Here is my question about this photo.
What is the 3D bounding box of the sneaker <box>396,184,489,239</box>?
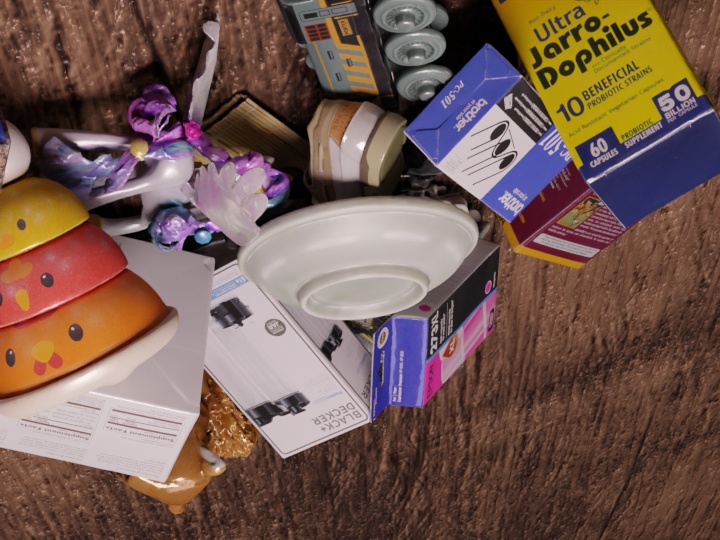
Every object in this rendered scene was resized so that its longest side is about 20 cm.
[{"bbox_3d":[0.050,-0.047,1.480,0.087,0.075,0.200,-47,152,12],"label":"sneaker"}]

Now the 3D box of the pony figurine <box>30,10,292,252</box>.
[{"bbox_3d":[-0.142,-0.082,1.195,0.198,0.168,0.193,-8,165,-10],"label":"pony figurine"}]

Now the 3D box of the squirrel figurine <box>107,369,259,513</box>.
[{"bbox_3d":[-0.161,0.123,1.468,0.199,0.188,0.142,4,142,-42],"label":"squirrel figurine"}]

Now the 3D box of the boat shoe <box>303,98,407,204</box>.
[{"bbox_3d":[-0.008,-0.082,1.284,0.075,0.068,0.200,-61,173,-24],"label":"boat shoe"}]

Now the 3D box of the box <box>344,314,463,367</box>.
[{"bbox_3d":[-0.005,0.043,1.523,0.160,0.050,0.200,2,161,27],"label":"box"}]

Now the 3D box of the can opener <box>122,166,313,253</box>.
[{"bbox_3d":[-0.132,-0.039,1.331,0.198,0.064,0.079,-13,-178,12],"label":"can opener"}]

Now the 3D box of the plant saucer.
[{"bbox_3d":[0.000,0.000,1.294,0.198,0.051,0.200,-6,160,-2],"label":"plant saucer"}]

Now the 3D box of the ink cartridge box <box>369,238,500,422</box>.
[{"bbox_3d":[0.069,0.054,1.448,0.200,0.037,0.095,-39,140,-48],"label":"ink cartridge box"}]

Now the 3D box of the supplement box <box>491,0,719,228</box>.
[{"bbox_3d":[0.195,-0.155,1.241,0.108,0.201,0.109,-31,152,13],"label":"supplement box"}]

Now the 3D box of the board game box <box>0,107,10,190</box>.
[{"bbox_3d":[-0.306,-0.076,1.043,0.096,0.160,0.200,-8,149,-27],"label":"board game box"}]

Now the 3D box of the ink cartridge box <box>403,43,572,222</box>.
[{"bbox_3d":[0.112,-0.105,1.282,0.094,0.044,0.200,-46,157,8],"label":"ink cartridge box"}]

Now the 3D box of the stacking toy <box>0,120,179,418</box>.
[{"bbox_3d":[-0.228,-0.012,1.112,0.145,0.201,0.146,-24,-170,5],"label":"stacking toy"}]

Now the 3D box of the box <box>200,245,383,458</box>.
[{"bbox_3d":[-0.078,0.064,1.427,0.116,0.060,0.200,-24,116,31],"label":"box"}]

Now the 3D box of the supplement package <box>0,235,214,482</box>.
[{"bbox_3d":[-0.230,0.058,1.271,0.198,0.157,0.111,14,140,-14],"label":"supplement package"}]

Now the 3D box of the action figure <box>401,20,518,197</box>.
[{"bbox_3d":[0.070,-0.120,1.354,0.129,0.070,0.200,-17,155,-23],"label":"action figure"}]

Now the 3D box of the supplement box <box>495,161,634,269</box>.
[{"bbox_3d":[0.228,-0.098,1.488,0.110,0.086,0.200,12,137,-47],"label":"supplement box"}]

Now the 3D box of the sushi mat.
[{"bbox_3d":[-0.082,-0.086,1.352,0.095,0.012,0.200,-32,151,16],"label":"sushi mat"}]

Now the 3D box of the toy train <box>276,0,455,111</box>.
[{"bbox_3d":[0.005,-0.184,1.181,0.113,0.086,0.200,-8,157,8],"label":"toy train"}]
